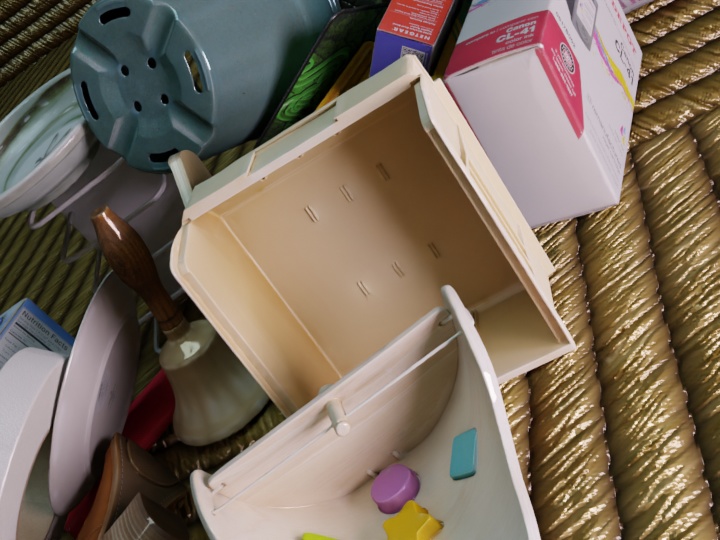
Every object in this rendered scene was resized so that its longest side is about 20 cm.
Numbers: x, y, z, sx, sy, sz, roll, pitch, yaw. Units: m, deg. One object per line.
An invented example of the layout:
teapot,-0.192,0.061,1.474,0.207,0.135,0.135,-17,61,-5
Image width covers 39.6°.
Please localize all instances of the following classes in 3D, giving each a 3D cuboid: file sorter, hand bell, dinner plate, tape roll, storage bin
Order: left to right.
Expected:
tape roll,-0.251,0.160,0.740,0.036,0.206,0.205,11,39,-1
dinner plate,-0.210,0.099,0.817,0.024,0.203,0.202,11,39,1
file sorter,-0.214,-0.037,0.999,0.138,0.201,0.125,-33,32,9
hand bell,-0.156,0.034,0.803,0.102,0.202,0.105,-21,31,14
storage bin,0.008,-0.004,0.672,0.198,0.200,0.094,-28,25,20

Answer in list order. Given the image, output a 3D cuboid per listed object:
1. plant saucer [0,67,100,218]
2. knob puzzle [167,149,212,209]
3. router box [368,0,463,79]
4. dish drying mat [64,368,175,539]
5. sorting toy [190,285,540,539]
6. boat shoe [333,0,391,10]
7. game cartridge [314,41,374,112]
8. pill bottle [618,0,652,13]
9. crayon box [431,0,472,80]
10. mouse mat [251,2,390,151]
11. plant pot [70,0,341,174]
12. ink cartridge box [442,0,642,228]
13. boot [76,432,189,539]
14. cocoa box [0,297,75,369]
plant saucer,-0.299,-0.111,0.943,0.198,0.050,0.202,-27,36,21
knob puzzle,-0.112,-0.007,0.791,0.030,0.223,0.221,-22,29,2
router box,0.047,-0.171,0.891,0.048,0.202,0.181,17,48,6
dish drying mat,-0.203,0.148,0.905,0.201,0.018,0.076,-51,29,-21
sorting toy,0.021,0.142,0.560,0.199,0.107,0.181,-36,35,5
boat shoe,-0.002,-0.245,0.967,0.073,0.076,0.201,-36,-15,-31
game cartridge,-0.045,-0.090,0.929,0.178,0.032,0.201,-59,-1,-34
pill bottle,0.192,-0.276,0.933,0.197,0.114,0.114,-22,32,32
crayon box,0.086,-0.141,0.856,0.050,0.128,0.202,17,47,5
mouse mat,-0.019,-0.177,0.916,0.162,0.008,0.199,-55,-11,29
plant pot,-0.140,-0.188,0.889,0.198,0.203,0.196,-19,15,33
ink cartridge box,0.148,-0.157,0.776,0.084,0.148,0.202,-14,37,34
boot,-0.197,0.220,0.750,0.156,0.076,0.200,-52,26,0
cocoa box,-0.339,0.142,0.933,0.198,0.133,0.132,-27,28,39
